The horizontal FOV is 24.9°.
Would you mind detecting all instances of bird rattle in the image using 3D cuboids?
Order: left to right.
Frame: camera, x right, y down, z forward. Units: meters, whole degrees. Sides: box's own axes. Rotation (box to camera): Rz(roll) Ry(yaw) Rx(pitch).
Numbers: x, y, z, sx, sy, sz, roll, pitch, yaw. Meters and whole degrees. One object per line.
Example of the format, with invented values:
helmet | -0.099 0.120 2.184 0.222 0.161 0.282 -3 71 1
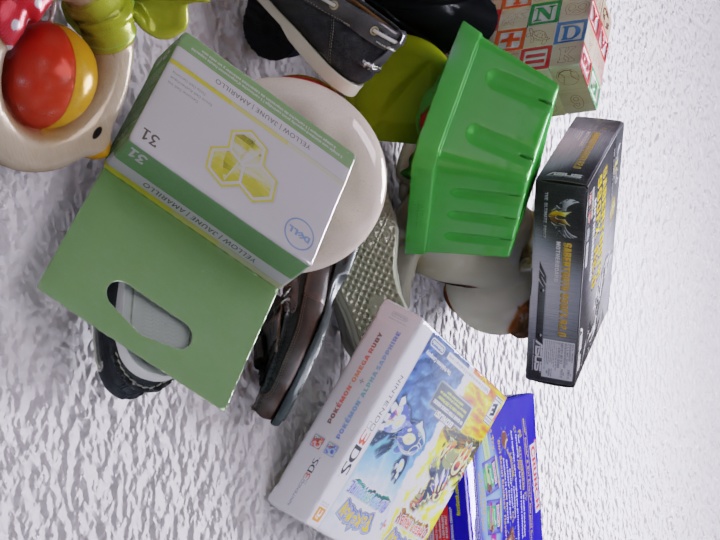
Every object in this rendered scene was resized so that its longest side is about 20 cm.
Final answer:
bird rattle | -0.179 -0.136 0.937 0.200 0.112 0.164 -11 113 -62

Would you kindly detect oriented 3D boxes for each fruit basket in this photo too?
fruit basket | 0.053 -0.118 1.349 0.216 0.215 0.156 50 54 -52

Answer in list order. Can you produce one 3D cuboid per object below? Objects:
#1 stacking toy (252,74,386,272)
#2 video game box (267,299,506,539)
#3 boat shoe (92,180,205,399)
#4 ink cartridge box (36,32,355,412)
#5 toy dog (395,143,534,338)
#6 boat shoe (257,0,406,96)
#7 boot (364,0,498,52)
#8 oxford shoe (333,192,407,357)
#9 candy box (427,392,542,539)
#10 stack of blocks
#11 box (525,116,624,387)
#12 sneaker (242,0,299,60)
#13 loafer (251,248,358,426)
stacking toy | -0.046 -0.099 1.212 0.200 0.145 0.147 -76 154 -64
video game box | 0.028 0.142 1.321 0.183 0.047 0.200 -58 147 -6
boat shoe | -0.136 -0.013 1.055 0.075 0.060 0.201 25 55 -24
ink cartridge box | -0.097 -0.034 1.023 0.145 0.048 0.201 35 49 -17
toy dog | 0.117 -0.017 1.521 0.195 0.139 0.200 -65 145 -24
boat shoe | -0.050 -0.221 1.176 0.200 0.068 0.072 47 22 -3
boot | 0.071 -0.236 1.351 0.168 0.199 0.077 19 84 -50
oxford shoe | 0.000 0.000 1.359 0.058 0.075 0.201 -171 -115 -73
candy box | 0.105 0.208 1.530 0.200 0.077 0.170 -2 87 -64
stack of blocks | 0.117 -0.192 1.459 0.059 0.199 0.116 60 34 -44
box | 0.195 -0.019 1.480 0.158 0.048 0.201 -51 146 -58
sneaker | -0.017 -0.251 1.239 0.070 0.200 0.082 42 25 11
loafer | -0.054 0.029 1.243 0.072 0.063 0.201 -57 -171 49
